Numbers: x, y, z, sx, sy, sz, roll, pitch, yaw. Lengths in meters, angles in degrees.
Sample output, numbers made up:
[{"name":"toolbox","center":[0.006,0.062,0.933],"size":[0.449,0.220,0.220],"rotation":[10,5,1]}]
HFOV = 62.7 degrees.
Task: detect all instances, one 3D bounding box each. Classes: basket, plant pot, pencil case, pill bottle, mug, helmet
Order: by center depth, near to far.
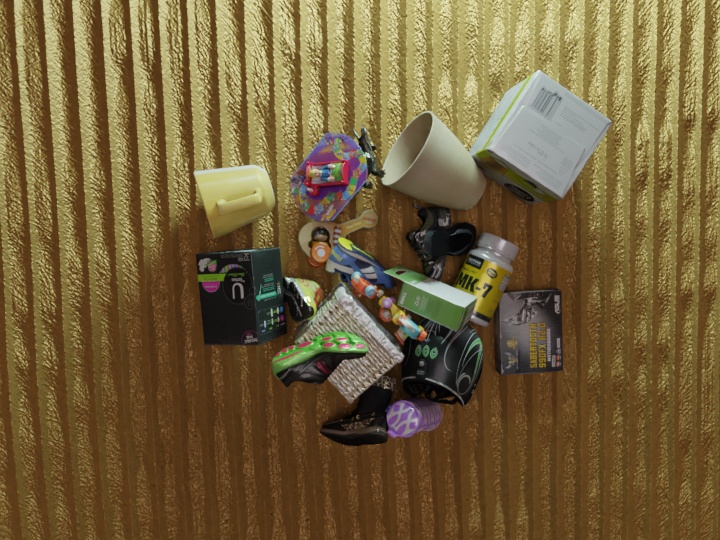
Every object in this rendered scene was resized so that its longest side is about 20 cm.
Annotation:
[{"name":"mug","center":[-0.266,-0.151,1.296],"size":[0.152,0.187,0.150],"rotation":[-17,140,-13]},{"name":"basket","center":[-0.032,0.154,1.321],"size":[0.161,0.198,0.200],"rotation":[-42,97,1]},{"name":"plant pot","center":[0.181,-0.225,1.338],"size":[0.199,0.187,0.188],"rotation":[29,91,-22]},{"name":"helmet","center":[0.188,0.196,1.342],"size":[0.199,0.200,0.191],"rotation":[27,62,-7]},{"name":"pencil case","center":[0.125,0.337,1.351],"size":[0.084,0.200,0.086],"rotation":[30,94,27]},{"name":"pill bottle","center":[0.286,0.020,1.385],"size":[0.114,0.114,0.201],"rotation":[24,91,-7]}]

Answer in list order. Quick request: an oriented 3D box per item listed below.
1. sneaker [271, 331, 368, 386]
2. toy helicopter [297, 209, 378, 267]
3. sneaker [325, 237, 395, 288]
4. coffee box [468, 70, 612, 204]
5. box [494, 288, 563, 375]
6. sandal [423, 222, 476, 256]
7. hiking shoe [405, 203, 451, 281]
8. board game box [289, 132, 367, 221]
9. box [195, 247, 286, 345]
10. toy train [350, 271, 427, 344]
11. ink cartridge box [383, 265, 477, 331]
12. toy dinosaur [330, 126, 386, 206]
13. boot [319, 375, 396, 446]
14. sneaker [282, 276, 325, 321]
[{"name":"sneaker","center":[-0.079,0.183,1.201],"size":[0.199,0.077,0.084],"rotation":[-15,115,5]},{"name":"toy helicopter","center":[-0.054,-0.100,1.374],"size":[0.199,0.079,0.133],"rotation":[-23,87,-14]},{"name":"sneaker","center":[0.000,0.000,1.351],"size":[0.200,0.074,0.082],"rotation":[31,100,-38]},{"name":"coffee box","center":[0.388,-0.288,1.329],"size":[0.199,0.198,0.201],"rotation":[33,89,-7]},{"name":"box","center":[0.408,0.147,1.439],"size":[0.157,0.048,0.201],"rotation":[-2,94,-6]},{"name":"sandal","center":[0.215,-0.064,1.343],"size":[0.200,0.043,0.077],"rotation":[-17,106,-49]},{"name":"hiking shoe","center":[0.153,-0.055,1.394],"size":[0.100,0.076,0.201],"rotation":[8,84,2]},{"name":"board game box","center":[-0.080,-0.210,1.317],"size":[0.200,0.039,0.158],"rotation":[-48,68,17]},{"name":"box","center":[-0.260,0.055,1.302],"size":[0.148,0.124,0.201],"rotation":[-2,96,23]},{"name":"toy train","center":[0.052,0.090,1.271],"size":[0.056,0.150,0.200],"rotation":[-50,53,7]},{"name":"ink cartridge box","center":[0.148,0.058,1.310],"size":[0.199,0.104,0.060],"rotation":[24,109,21]},{"name":"toy dinosaur","center":[-0.006,-0.222,1.357],"size":[0.077,0.102,0.201],"rotation":[21,103,-31]},{"name":"boot","center":[-0.001,0.327,1.385],"size":[0.073,0.199,0.151],"rotation":[37,54,-30]},{"name":"sneaker","center":[-0.117,0.056,1.311],"size":[0.090,0.200,0.079],"rotation":[2,106,-18]}]
